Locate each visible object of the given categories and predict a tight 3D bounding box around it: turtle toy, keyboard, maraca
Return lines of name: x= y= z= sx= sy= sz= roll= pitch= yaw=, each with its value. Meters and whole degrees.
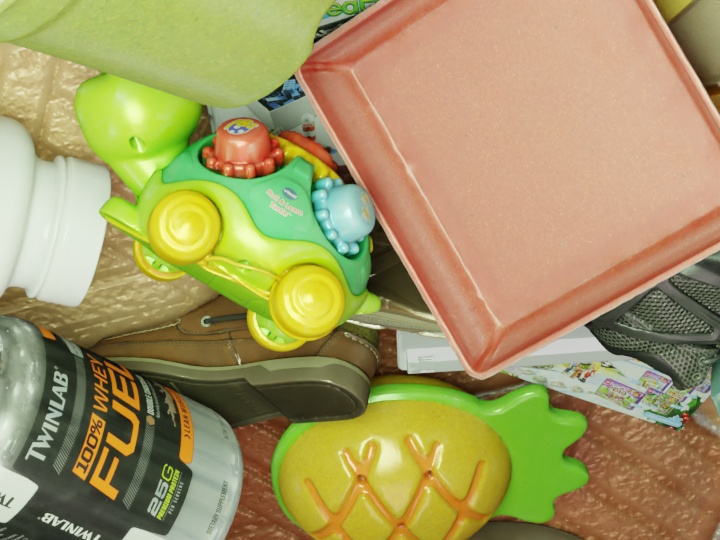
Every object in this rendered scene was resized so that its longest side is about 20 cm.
turtle toy: x=-0.071 y=-0.037 z=1.332 sx=0.199 sy=0.101 sz=0.146 roll=32 pitch=171 yaw=-6
keyboard: x=0.121 y=0.033 z=1.487 sx=0.199 sy=0.011 sz=0.057 roll=-4 pitch=129 yaw=-1
maraca: x=0.043 y=0.122 z=1.552 sx=0.199 sy=0.107 sz=0.138 roll=-6 pitch=133 yaw=1

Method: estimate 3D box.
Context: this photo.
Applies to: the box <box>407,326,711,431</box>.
box: x=0.145 y=0.015 z=1.504 sx=0.199 sy=0.039 sz=0.137 roll=19 pitch=130 yaw=-21

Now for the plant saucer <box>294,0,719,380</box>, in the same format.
plant saucer: x=0.090 y=-0.073 z=1.292 sx=0.200 sy=0.037 sz=0.200 roll=-31 pitch=89 yaw=31

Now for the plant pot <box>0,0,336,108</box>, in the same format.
plant pot: x=-0.111 y=-0.172 z=1.215 sx=0.184 sy=0.201 sz=0.200 roll=24 pitch=129 yaw=-40

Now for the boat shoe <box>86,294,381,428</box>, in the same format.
boat shoe: x=-0.077 y=0.052 z=1.505 sx=0.199 sy=0.068 sz=0.072 roll=1 pitch=149 yaw=24

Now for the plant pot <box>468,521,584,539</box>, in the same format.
plant pot: x=0.094 y=0.298 z=1.684 sx=0.199 sy=0.174 sz=0.201 roll=-2 pitch=134 yaw=-2

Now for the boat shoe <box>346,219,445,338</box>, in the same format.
boat shoe: x=0.000 y=0.000 z=1.439 sx=0.199 sy=0.073 sz=0.065 roll=14 pitch=164 yaw=11

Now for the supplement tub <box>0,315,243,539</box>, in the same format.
supplement tub: x=-0.176 y=0.103 z=1.429 sx=0.199 sy=0.123 sz=0.122 roll=28 pitch=127 yaw=-33

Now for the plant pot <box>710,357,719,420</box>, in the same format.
plant pot: x=0.321 y=0.080 z=1.455 sx=0.196 sy=0.201 sz=0.200 roll=29 pitch=126 yaw=-36

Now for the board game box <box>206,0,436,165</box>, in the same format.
board game box: x=0.013 y=-0.116 z=1.368 sx=0.199 sy=0.035 sz=0.127 roll=-6 pitch=135 yaw=1

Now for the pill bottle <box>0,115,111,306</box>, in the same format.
pill bottle: x=-0.243 y=-0.039 z=1.369 sx=0.199 sy=0.112 sz=0.112 roll=13 pitch=132 yaw=-17

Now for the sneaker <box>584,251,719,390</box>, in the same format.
sneaker: x=0.213 y=0.000 z=1.412 sx=0.198 sy=0.076 sz=0.115 roll=-15 pitch=130 yaw=15

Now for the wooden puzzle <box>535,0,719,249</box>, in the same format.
wooden puzzle: x=0.198 y=-0.114 z=1.303 sx=0.199 sy=0.046 sz=0.186 roll=-13 pitch=100 yaw=-2
